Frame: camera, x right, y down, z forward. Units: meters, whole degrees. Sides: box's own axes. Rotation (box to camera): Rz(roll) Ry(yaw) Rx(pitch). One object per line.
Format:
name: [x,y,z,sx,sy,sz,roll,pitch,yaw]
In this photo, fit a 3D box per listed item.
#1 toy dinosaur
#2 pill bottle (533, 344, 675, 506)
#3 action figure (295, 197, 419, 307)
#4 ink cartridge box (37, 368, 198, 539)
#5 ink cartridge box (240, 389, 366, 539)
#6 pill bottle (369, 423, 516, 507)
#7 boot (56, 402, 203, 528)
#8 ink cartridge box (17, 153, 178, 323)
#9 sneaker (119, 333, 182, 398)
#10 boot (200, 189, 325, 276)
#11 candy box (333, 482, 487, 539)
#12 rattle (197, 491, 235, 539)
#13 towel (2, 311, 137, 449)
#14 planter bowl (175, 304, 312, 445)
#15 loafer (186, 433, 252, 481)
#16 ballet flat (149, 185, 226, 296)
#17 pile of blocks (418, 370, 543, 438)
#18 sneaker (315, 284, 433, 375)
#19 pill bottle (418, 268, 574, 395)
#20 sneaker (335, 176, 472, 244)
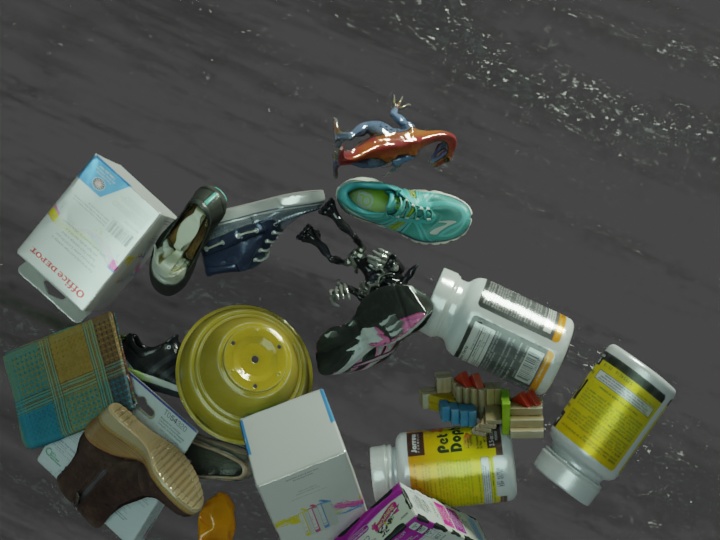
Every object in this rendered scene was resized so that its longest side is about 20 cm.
toy dinosaur: [0.050,-0.162,1.694,0.178,0.201,0.107,-1,117,-4]
pill bottle: [0.333,0.214,1.684,0.114,0.114,0.201,36,91,3]
action figure: [0.000,0.000,1.712,0.200,0.102,0.119,44,108,-1]
ink cartridge box: [-0.336,0.247,1.727,0.195,0.043,0.202,37,101,19]
ink cartridge box: [-0.069,0.291,1.662,0.123,0.129,0.202,-21,129,-4]
pill bottle: [0.114,0.274,1.699,0.196,0.109,0.111,-7,89,3]
boot: [-0.316,0.297,1.675,0.200,0.072,0.167,44,118,13]
ink cartridge box: [-0.375,-0.040,1.727,0.128,0.125,0.201,41,92,4]
sneaker: [-0.262,0.135,1.744,0.196,0.072,0.084,12,89,4]
boot: [-0.138,-0.054,1.747,0.197,0.073,0.092,-12,95,11]
candy box: [0.071,0.375,1.650,0.136,0.199,0.061,-43,47,14]
rattle: [-0.194,0.406,1.671,0.129,0.200,0.144,28,91,3]
towel: [-0.411,0.157,1.731,0.197,0.022,0.149,-21,78,21]
planter bowl: [-0.152,0.132,1.692,0.197,0.084,0.204,6,69,-15]
loafer: [-0.248,0.264,1.745,0.196,0.063,0.073,7,91,4]
ballet flat: [-0.254,-0.035,1.708,0.067,0.068,0.201,34,119,2]
pile of blocks: [0.163,0.178,1.682,0.197,0.082,0.063,9,113,28]
sneaker: [0.029,0.082,1.696,0.199,0.086,0.082,-29,65,36]
pill bottle: [0.186,0.081,1.695,0.197,0.116,0.118,25,91,4]
sneaker: [0.060,-0.084,1.723,0.196,0.080,0.079,11,90,3]
